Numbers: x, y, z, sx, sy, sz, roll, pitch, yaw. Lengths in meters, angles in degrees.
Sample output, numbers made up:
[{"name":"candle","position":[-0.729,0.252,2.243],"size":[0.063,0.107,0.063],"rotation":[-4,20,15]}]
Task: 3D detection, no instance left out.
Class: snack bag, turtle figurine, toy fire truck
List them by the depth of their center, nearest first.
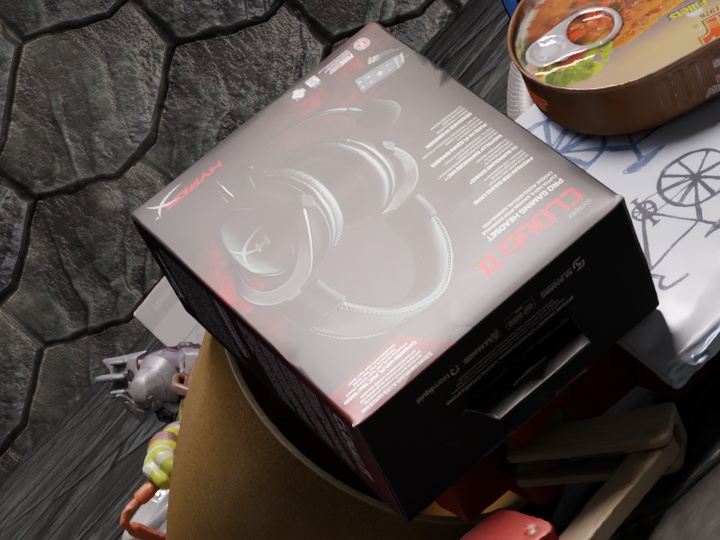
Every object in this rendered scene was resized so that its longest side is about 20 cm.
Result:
[{"name":"toy fire truck","position":[0.093,0.075,0.922],"size":[0.200,0.049,0.141],"rotation":[-36,27,-20]},{"name":"snack bag","position":[0.151,-0.047,0.979],"size":[0.188,0.021,0.200],"rotation":[-39,41,-13]},{"name":"turtle figurine","position":[-0.067,0.065,1.221],"size":[0.200,0.064,0.162],"rotation":[-17,-42,-56]}]

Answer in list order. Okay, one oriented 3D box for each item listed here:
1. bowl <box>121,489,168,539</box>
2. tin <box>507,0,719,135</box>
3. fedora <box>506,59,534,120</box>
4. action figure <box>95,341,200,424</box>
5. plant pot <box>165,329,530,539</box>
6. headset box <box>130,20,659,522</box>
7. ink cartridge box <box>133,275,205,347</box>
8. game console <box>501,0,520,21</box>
[{"name":"bowl","position":[-0.089,0.167,1.358],"size":[0.201,0.090,0.201],"rotation":[-46,9,9]},{"name":"tin","position":[0.167,-0.133,1.016],"size":[0.199,0.042,0.112],"rotation":[-27,36,1]},{"name":"fedora","position":[0.168,-0.086,1.097],"size":[0.090,0.176,0.201],"rotation":[71,-141,-58]},{"name":"action figure","position":[-0.083,0.070,1.371],"size":[0.129,0.070,0.199],"rotation":[8,11,34]},{"name":"plant pot","position":[-0.023,0.106,1.084],"size":[0.200,0.186,0.187],"rotation":[-57,0,40]},{"name":"headset box","position":[0.019,0.000,0.920],"size":[0.149,0.077,0.200],"rotation":[-39,47,-11]},{"name":"ink cartridge box","position":[-0.055,0.035,1.515],"size":[0.044,0.173,0.200],"rotation":[-38,12,51]},{"name":"game console","position":[0.087,-0.109,1.383],"size":[0.177,0.116,0.200],"rotation":[-59,-13,-4]}]
